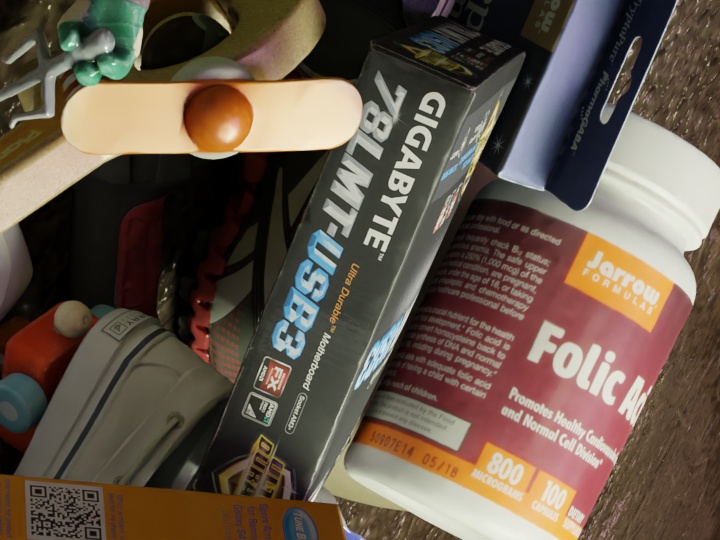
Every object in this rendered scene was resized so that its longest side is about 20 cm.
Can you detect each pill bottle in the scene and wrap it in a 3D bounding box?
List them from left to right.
[{"bbox_3d":[0.085,0.028,1.033,0.200,0.114,0.114,-63,157,-8],"label":"pill bottle"}]

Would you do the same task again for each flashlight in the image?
[{"bbox_3d":[-0.093,0.001,0.956,0.068,0.068,0.200,-36,146,-46],"label":"flashlight"}]

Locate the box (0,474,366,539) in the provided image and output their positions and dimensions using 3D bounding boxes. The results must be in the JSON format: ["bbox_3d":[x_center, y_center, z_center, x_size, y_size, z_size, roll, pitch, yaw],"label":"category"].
[{"bbox_3d":[-0.091,0.132,0.806,0.041,0.200,0.119,-100,-158,-52],"label":"box"}]

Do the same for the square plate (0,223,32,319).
[{"bbox_3d":[-0.196,0.013,0.809,0.200,0.028,0.198,-50,154,-26],"label":"square plate"}]

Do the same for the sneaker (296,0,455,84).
[{"bbox_3d":[0.018,-0.176,0.985,0.200,0.078,0.079,-66,161,-12],"label":"sneaker"}]

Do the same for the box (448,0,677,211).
[{"bbox_3d":[0.067,-0.115,1.023,0.032,0.200,0.121,16,103,-31],"label":"box"}]

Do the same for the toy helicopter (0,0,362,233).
[{"bbox_3d":[-0.091,-0.048,0.787,0.200,0.132,0.079,-39,126,-26],"label":"toy helicopter"}]

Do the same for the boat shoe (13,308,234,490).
[{"bbox_3d":[-0.114,0.115,0.897,0.200,0.067,0.074,-65,161,16],"label":"boat shoe"}]

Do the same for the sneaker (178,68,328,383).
[{"bbox_3d":[-0.023,-0.011,1.051,0.071,0.098,0.201,-27,140,-56],"label":"sneaker"}]

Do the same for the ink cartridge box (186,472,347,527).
[{"bbox_3d":[-0.074,0.158,0.989,0.145,0.084,0.200,-48,-167,3],"label":"ink cartridge box"}]

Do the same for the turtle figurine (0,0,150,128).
[{"bbox_3d":[-0.108,-0.147,0.725,0.200,0.150,0.101,-41,-159,26],"label":"turtle figurine"}]

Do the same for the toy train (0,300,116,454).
[{"bbox_3d":[-0.176,0.092,0.894,0.200,0.056,0.150,-43,156,-41],"label":"toy train"}]

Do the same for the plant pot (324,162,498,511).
[{"bbox_3d":[0.063,0.048,1.173,0.200,0.134,0.200,-62,175,-9],"label":"plant pot"}]

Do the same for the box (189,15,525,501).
[{"bbox_3d":[0.000,0.000,0.902,0.200,0.050,0.199,-47,159,-78],"label":"box"}]
